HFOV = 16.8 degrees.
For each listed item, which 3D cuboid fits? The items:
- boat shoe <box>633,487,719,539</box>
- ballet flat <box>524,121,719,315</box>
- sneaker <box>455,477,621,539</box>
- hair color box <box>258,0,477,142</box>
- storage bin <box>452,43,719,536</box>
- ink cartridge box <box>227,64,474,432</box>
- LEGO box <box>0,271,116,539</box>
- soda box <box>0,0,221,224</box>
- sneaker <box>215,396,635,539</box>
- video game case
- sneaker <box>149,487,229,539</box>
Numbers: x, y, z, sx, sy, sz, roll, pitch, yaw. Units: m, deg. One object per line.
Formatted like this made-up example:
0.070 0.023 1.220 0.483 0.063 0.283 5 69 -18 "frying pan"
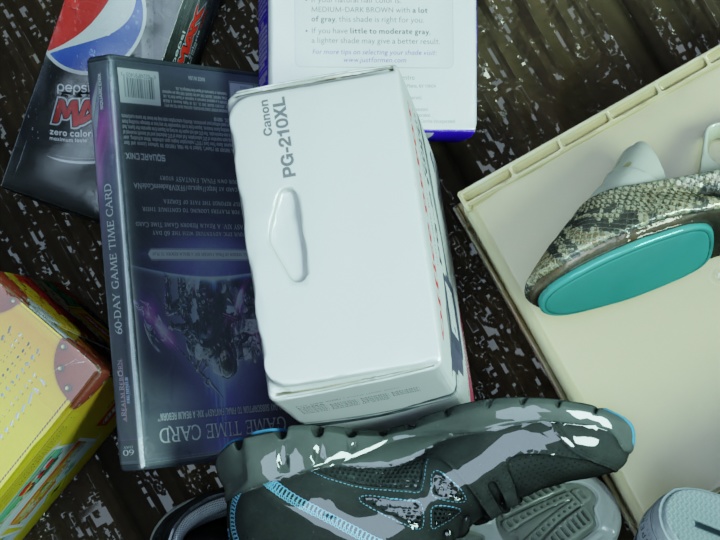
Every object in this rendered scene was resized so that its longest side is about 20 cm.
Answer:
0.205 0.154 1.066 0.199 0.074 0.067 24 131 -5 "boat shoe"
0.168 -0.034 1.159 0.199 0.068 0.076 -13 64 -1 "ballet flat"
0.043 0.179 1.200 0.199 0.100 0.078 -23 50 -18 "sneaker"
0.002 -0.168 1.259 0.109 0.065 0.201 0 89 -7 "hair color box"
0.178 0.004 1.228 0.198 0.094 0.201 -29 85 3 "storage bin"
0.000 0.000 1.182 0.084 0.200 0.146 -10 78 5 "ink cartridge box"
-0.204 0.102 1.232 0.077 0.149 0.200 39 91 6 "LEGO box"
-0.119 -0.124 1.273 0.063 0.071 0.201 18 89 11 "soda box"
0.034 0.108 1.158 0.199 0.073 0.082 -10 78 4 "sneaker"
-0.082 -0.004 1.232 0.019 0.143 0.201 -6 87 31 "video game case"
-0.016 0.139 1.229 0.199 0.114 0.076 -9 87 5 "sneaker"
